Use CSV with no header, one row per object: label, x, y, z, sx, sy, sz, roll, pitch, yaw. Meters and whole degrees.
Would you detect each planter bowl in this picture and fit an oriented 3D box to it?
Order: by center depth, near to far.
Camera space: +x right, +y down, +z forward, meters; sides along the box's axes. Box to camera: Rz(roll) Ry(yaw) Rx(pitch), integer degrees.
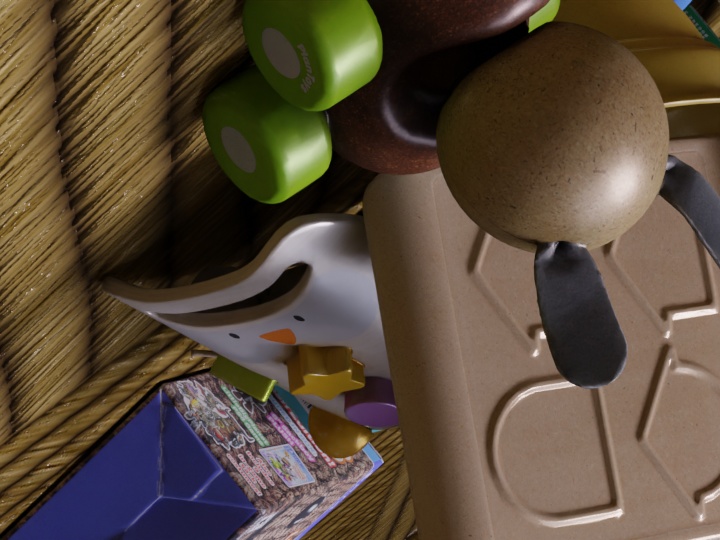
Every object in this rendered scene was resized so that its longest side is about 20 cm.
planter bowl,0.094,-0.092,1.159,0.200,0.084,0.200,-10,172,-1

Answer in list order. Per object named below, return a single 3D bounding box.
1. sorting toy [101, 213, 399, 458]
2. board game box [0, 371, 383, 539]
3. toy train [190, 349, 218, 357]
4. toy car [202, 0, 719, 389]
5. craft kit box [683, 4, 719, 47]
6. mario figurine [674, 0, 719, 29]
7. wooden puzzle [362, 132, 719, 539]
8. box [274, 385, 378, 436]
sorting toy,-0.022,0.014,1.161,0.200,0.107,0.180,-16,158,34
board game box,-0.103,0.144,1.511,0.159,0.097,0.200,-43,169,19
toy train,0.000,0.000,1.344,0.200,0.085,0.116,1,-125,40
toy car,0.066,-0.052,0.988,0.164,0.200,0.158,-34,168,-26
craft kit box,0.130,-0.067,1.606,0.200,0.049,0.198,-36,172,-19
mario figurine,0.191,-0.167,1.188,0.106,0.124,0.200,-19,167,-19
wooden puzzle,0.103,0.038,1.109,0.199,0.186,0.046,-7,173,-24
box,-0.003,0.057,1.544,0.049,0.082,0.200,-41,170,13
